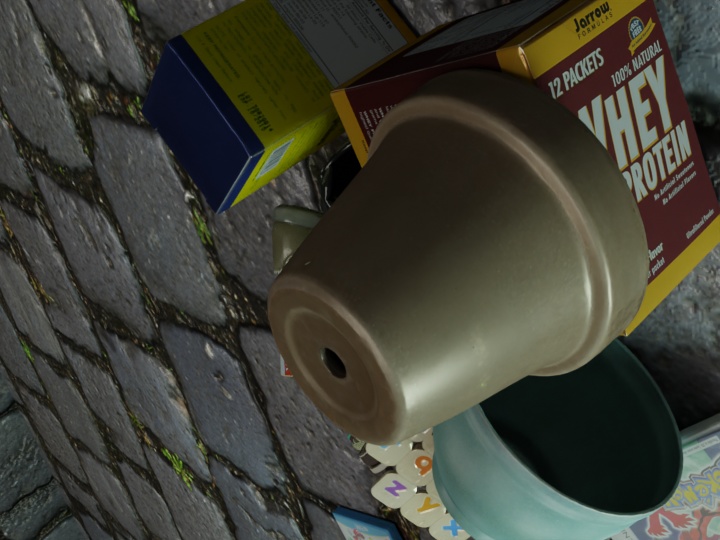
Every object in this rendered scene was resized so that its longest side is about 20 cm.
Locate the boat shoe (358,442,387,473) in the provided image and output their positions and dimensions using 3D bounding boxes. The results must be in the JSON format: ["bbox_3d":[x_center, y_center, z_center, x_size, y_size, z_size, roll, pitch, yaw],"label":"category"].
[{"bbox_3d":[0.042,0.139,1.022,0.059,0.072,0.201,30,130,-3],"label":"boat shoe"}]

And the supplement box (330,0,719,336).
[{"bbox_3d":[0.117,-0.077,0.690,0.198,0.132,0.200,0,120,54],"label":"supplement box"}]

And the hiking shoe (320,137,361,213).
[{"bbox_3d":[-0.008,-0.087,0.886,0.076,0.100,0.200,50,149,6],"label":"hiking shoe"}]

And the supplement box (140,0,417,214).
[{"bbox_3d":[-0.063,-0.157,0.797,0.110,0.199,0.109,52,149,2],"label":"supplement box"}]

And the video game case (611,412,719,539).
[{"bbox_3d":[0.298,0.216,0.789,0.183,0.023,0.200,53,136,3],"label":"video game case"}]

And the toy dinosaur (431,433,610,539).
[{"bbox_3d":[0.163,0.249,0.902,0.198,0.103,0.186,8,99,55],"label":"toy dinosaur"}]

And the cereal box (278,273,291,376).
[{"bbox_3d":[-0.026,0.043,1.038,0.199,0.039,0.147,-4,86,57],"label":"cereal box"}]

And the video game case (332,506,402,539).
[{"bbox_3d":[0.044,0.441,1.407,0.142,0.018,0.203,-2,118,56],"label":"video game case"}]

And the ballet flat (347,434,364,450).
[{"bbox_3d":[0.028,0.159,1.125,0.074,0.069,0.202,21,146,10],"label":"ballet flat"}]

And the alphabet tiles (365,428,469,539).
[{"bbox_3d":[0.107,0.209,0.998,0.198,0.015,0.196,35,126,-8],"label":"alphabet tiles"}]

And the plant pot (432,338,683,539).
[{"bbox_3d":[0.136,0.140,0.776,0.200,0.199,0.135,45,130,15],"label":"plant pot"}]

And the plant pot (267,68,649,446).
[{"bbox_3d":[0.043,0.009,0.578,0.199,0.174,0.203,34,145,28],"label":"plant pot"}]

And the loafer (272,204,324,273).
[{"bbox_3d":[0.000,0.000,0.906,0.197,0.071,0.075,20,177,-21],"label":"loafer"}]
